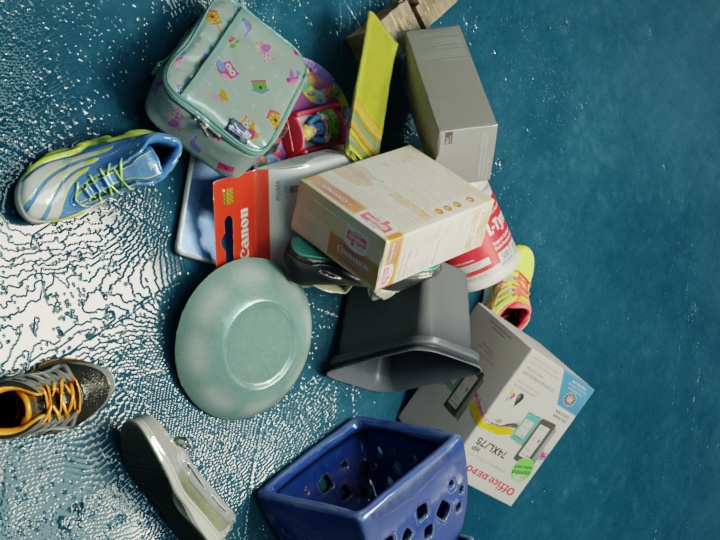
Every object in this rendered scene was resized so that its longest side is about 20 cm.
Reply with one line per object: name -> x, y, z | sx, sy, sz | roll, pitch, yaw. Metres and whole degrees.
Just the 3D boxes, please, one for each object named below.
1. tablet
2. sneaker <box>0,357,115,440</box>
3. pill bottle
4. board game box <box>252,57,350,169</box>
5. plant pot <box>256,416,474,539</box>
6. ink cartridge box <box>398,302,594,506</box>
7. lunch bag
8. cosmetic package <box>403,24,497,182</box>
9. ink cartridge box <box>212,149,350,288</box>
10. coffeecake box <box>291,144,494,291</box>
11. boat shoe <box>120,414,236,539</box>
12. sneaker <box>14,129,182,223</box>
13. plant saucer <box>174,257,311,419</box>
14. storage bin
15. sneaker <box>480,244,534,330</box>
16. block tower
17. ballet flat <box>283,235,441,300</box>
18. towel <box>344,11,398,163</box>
tablet -> -0.162, -0.105, 1.422 | 0.129, 0.014, 0.203 | 17, 77, -40
sneaker -> -0.341, 0.141, 1.206 | 0.198, 0.077, 0.080 | -13, 94, -42
pill bottle -> 0.140, -0.080, 1.622 | 0.112, 0.111, 0.202 | -40, 113, -35
board game box -> -0.061, -0.176, 1.486 | 0.158, 0.039, 0.202 | 40, 61, -39
plant pot -> 0.019, 0.317, 1.438 | 0.199, 0.198, 0.182 | -31, 112, -39
ink cartridge box -> 0.183, 0.184, 1.573 | 0.146, 0.146, 0.201 | 31, 97, -35
lunch bag -> -0.159, -0.220, 1.356 | 0.160, 0.077, 0.201 | 39, 47, -17
cosmetic package -> 0.116, -0.221, 1.532 | 0.089, 0.108, 0.202 | -10, 54, -9
ink cartridge box -> -0.092, -0.053, 1.420 | 0.199, 0.050, 0.165 | -23, 122, -45
coffeecake box -> 0.040, -0.070, 1.404 | 0.198, 0.153, 0.074 | -21, 136, -41
boat shoe -> -0.209, 0.240, 1.323 | 0.065, 0.074, 0.204 | -50, 122, -38
sneaker -> -0.280, -0.112, 1.258 | 0.199, 0.104, 0.077 | -34, 109, -38
plant saucer -> -0.130, 0.087, 1.392 | 0.199, 0.038, 0.205 | -10, 106, -38
storage bin -> 0.065, 0.072, 1.501 | 0.144, 0.198, 0.137 | 21, 64, -38
sneaker -> 0.226, 0.047, 1.704 | 0.078, 0.090, 0.202 | 41, 60, -29
block tower -> 0.065, -0.358, 1.613 | 0.200, 0.057, 0.054 | -45, 115, -32
ballet flat -> 0.000, 0.000, 1.417 | 0.197, 0.073, 0.074 | 6, 83, -11
towel -> 0.016, -0.226, 1.484 | 0.086, 0.018, 0.203 | 43, 51, -60
